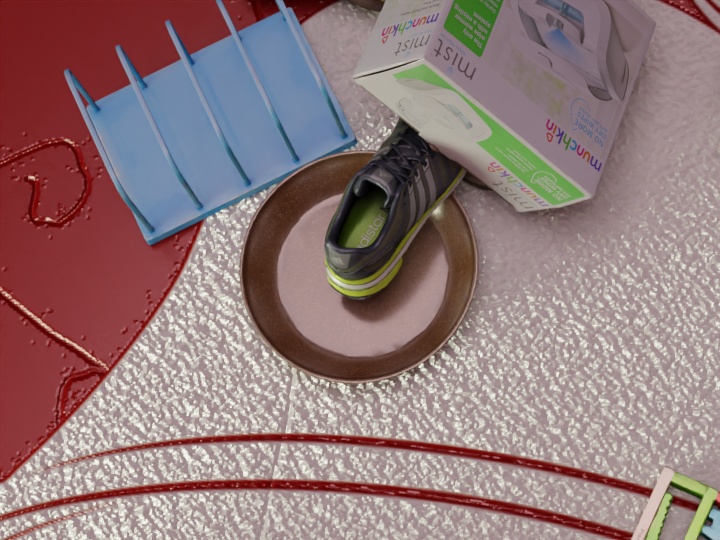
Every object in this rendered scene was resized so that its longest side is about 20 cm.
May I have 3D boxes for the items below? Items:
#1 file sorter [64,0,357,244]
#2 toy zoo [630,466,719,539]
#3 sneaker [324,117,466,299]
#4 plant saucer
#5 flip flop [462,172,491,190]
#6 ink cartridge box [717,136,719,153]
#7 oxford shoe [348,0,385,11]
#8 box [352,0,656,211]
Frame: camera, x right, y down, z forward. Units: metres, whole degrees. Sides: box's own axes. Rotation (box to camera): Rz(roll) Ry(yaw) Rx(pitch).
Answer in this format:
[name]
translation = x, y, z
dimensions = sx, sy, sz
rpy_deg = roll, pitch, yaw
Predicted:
[file sorter]
translation = -0.127, -0.140, 1.745
dimensions = 0.200, 0.123, 0.139
rpy_deg = -26, 73, 0
[toy zoo]
translation = 0.302, 0.252, 1.622
dimensions = 0.200, 0.020, 0.131
rpy_deg = 23, 78, 14
[sneaker]
translation = 0.033, -0.073, 1.686
dimensions = 0.074, 0.081, 0.200
rpy_deg = 25, 79, 14
[plant saucer]
translation = 0.000, 0.000, 1.731
dimensions = 0.200, 0.037, 0.201
rpy_deg = -2, 73, 7
[flip flop]
translation = 0.096, -0.163, 1.751
dimensions = 0.081, 0.058, 0.200
rpy_deg = -9, 77, 6
[ink cartridge box]
translation = 0.369, -0.185, 1.713
dimensions = 0.116, 0.068, 0.200
rpy_deg = 12, 76, 12
[oxford shoe]
translation = -0.061, -0.263, 1.811
dimensions = 0.200, 0.071, 0.073
rpy_deg = 28, 106, 14
[box]
translation = 0.116, -0.175, 1.664
dimensions = 0.097, 0.200, 0.177
rpy_deg = -10, 50, 51
